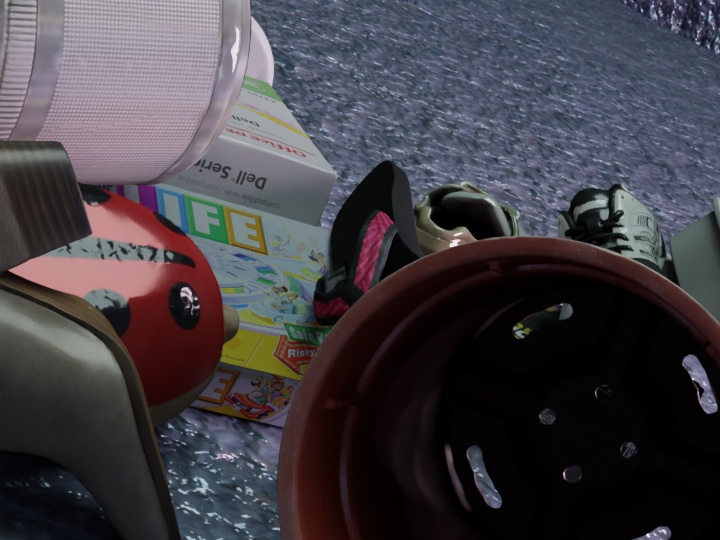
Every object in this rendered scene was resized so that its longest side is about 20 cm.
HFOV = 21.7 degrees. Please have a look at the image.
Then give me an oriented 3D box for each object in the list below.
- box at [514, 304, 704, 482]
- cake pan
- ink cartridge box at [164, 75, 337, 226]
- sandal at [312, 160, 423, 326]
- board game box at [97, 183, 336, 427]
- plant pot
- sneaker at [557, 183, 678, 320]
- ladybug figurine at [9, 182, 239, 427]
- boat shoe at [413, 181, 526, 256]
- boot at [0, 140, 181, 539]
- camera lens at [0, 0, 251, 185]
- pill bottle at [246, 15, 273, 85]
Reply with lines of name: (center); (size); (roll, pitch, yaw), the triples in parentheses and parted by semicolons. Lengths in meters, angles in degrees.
box: (0.085, 0.052, 1.111); (0.199, 0.049, 0.161); (31, 22, 25)
cake pan: (0.226, 0.057, 1.099); (0.036, 0.202, 0.200); (-19, 12, 12)
ink cartridge box: (-0.089, -0.066, 1.118); (0.116, 0.068, 0.200); (15, 20, -26)
sandal: (0.000, 0.000, 0.957); (0.045, 0.075, 0.201); (35, 21, -24)
board game box: (-0.093, 0.011, 0.966); (0.199, 0.034, 0.135); (15, 36, -25)
plant pot: (0.087, 0.083, 0.809); (0.200, 0.202, 0.195); (26, 9, 12)
sneaker: (0.138, -0.001, 1.080); (0.200, 0.075, 0.088); (-43, 110, -77)
ladybug figurine: (-0.144, 0.009, 0.832); (0.198, 0.072, 0.137); (3, 51, -27)
boat shoe: (0.064, -0.011, 1.077); (0.074, 0.069, 0.200); (25, 19, 10)
boot: (-0.164, 0.043, 0.740); (0.145, 0.202, 0.070); (-19, 7, -15)
camera lens: (-0.164, -0.121, 0.900); (0.199, 0.161, 0.160); (-3, 30, -41)
pill bottle: (-0.141, -0.174, 1.391); (0.113, 0.115, 0.200); (15, 18, -24)
